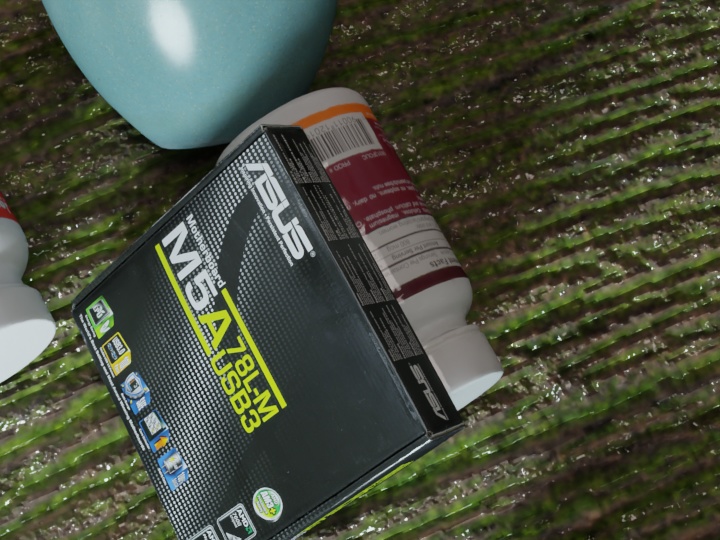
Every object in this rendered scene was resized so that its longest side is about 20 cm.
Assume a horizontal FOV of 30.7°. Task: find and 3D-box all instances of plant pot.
[{"bbox_3d":[-0.099,-0.155,0.832,0.197,0.200,0.137,-13,107,-10],"label":"plant pot"}]

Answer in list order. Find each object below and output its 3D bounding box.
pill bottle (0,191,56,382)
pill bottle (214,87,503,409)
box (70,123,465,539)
[{"bbox_3d":[-0.271,-0.027,0.792,0.115,0.116,0.201,-30,77,-15],"label":"pill bottle"},{"bbox_3d":[0.000,0.000,0.813,0.113,0.114,0.202,-26,76,-14],"label":"pill bottle"},{"bbox_3d":[-0.063,0.053,0.764,0.047,0.192,0.202,-9,66,-54],"label":"box"}]
